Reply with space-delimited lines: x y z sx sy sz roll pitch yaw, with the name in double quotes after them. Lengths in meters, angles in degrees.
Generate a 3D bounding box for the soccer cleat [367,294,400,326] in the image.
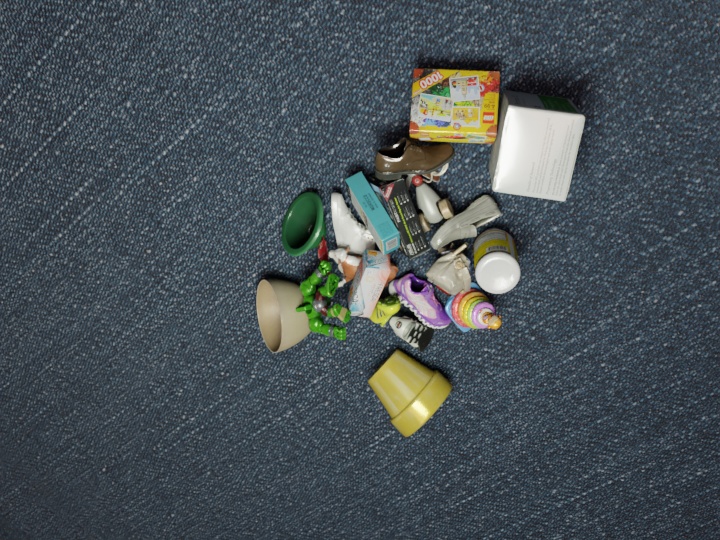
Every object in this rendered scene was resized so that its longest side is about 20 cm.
0.065 0.111 1.783 0.064 0.200 0.085 -13 93 -18 "soccer cleat"

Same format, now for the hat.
-0.100 -0.095 1.781 0.175 0.166 0.200 16 125 -40 "hat"

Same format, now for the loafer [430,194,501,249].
0.264 -0.111 1.661 0.199 0.070 0.070 -36 74 -5 "loafer"

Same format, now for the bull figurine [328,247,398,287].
0.000 0.000 1.766 0.198 0.066 0.122 13 147 -17 "bull figurine"

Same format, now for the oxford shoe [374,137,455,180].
0.130 -0.273 1.557 0.198 0.073 0.085 -14 135 -9 "oxford shoe"

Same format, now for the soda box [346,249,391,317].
0.019 0.036 1.705 0.068 0.064 0.201 7 138 -13 "soda box"

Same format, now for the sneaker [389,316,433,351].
0.140 0.165 1.829 0.088 0.200 0.075 30 84 30 "sneaker"

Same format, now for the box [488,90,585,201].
0.397 -0.291 1.524 0.169 0.199 0.202 8 115 5 "box"

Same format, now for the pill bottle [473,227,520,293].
0.338 -0.033 1.657 0.108 0.200 0.110 3 117 7 "pill bottle"

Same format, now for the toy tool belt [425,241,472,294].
0.245 -0.006 1.719 0.124 0.200 0.124 33 87 12 "toy tool belt"

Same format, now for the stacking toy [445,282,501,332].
0.313 0.114 1.728 0.116 0.200 0.110 -41 108 -3 "stacking toy"

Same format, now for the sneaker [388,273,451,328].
0.175 0.078 1.795 0.199 0.081 0.088 37 131 -9 "sneaker"

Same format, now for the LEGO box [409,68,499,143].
0.217 -0.381 1.540 0.197 0.077 0.151 3 85 7 "LEGO box"

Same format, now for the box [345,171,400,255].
0.030 -0.143 1.652 0.049 0.201 0.082 -27 156 -7 "box"

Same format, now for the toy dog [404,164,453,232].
0.167 -0.201 1.679 0.130 0.096 0.203 -4 101 14 "toy dog"

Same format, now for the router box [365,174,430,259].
0.091 -0.143 1.665 0.062 0.150 0.202 -26 111 -7 "router box"

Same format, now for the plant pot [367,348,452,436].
0.128 0.335 1.885 0.189 0.201 0.201 43 115 5 "plant pot"

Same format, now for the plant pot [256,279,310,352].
-0.193 0.116 1.835 0.133 0.200 0.202 -9 120 -26 "plant pot"

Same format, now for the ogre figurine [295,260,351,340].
-0.102 0.084 1.734 0.119 0.098 0.202 -14 108 39 "ogre figurine"

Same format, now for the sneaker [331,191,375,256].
-0.012 -0.122 1.744 0.114 0.074 0.202 -5 125 9 "sneaker"
